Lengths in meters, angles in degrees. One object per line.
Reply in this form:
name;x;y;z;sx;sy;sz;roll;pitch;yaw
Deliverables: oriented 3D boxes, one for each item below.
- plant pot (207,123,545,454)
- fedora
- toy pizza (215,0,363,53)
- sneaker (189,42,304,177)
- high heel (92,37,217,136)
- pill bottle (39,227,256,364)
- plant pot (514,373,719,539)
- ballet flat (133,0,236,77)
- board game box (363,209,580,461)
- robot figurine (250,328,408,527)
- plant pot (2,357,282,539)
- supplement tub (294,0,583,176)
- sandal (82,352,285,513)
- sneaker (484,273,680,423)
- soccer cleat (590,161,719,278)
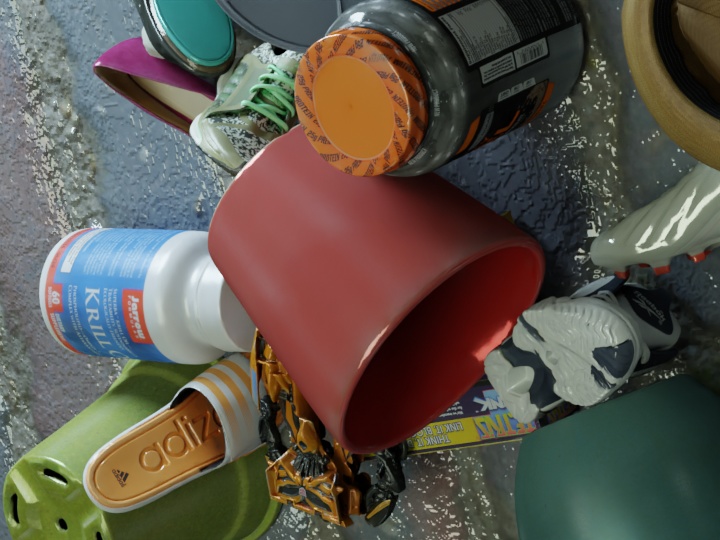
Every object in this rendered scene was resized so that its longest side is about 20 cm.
plant pot;0.000;0.000;1.376;0.177;0.200;0.201;43;130;23
fedora;0.261;-0.152;1.225;0.200;0.082;0.201;12;108;40
toy pizza;-0.023;-0.252;1.390;0.200;0.032;0.200;-3;112;-7
sneaker;-0.070;-0.131;1.459;0.077;0.200;0.089;31;118;-16
high heel;-0.121;-0.113;1.556;0.200;0.096;0.067;49;132;12
pill bottle;-0.164;0.021;1.639;0.200;0.112;0.112;2;110;39
plant pot;0.199;0.166;1.357;0.200;0.200;0.161;-28;79;43
ballet flat;-0.150;-0.214;1.543;0.200;0.068;0.068;66;150;28
board game box;0.053;0.054;1.514;0.200;0.057;0.166;-12;103;42
robot figurine;-0.032;0.112;1.531;0.145;0.058;0.200;16;118;34
plant pot;-0.200;0.184;1.691;0.200;0.184;0.201;17;119;34
supplement tub;0.053;-0.137;1.331;0.122;0.200;0.123;17;119;34
sandal;-0.129;0.131;1.598;0.079;0.207;0.059;56;157;0
sneaker;0.174;0.039;1.347;0.080;0.130;0.199;55;160;10
soccer cleat;0.239;-0.050;1.312;0.200;0.069;0.078;-18;92;35
